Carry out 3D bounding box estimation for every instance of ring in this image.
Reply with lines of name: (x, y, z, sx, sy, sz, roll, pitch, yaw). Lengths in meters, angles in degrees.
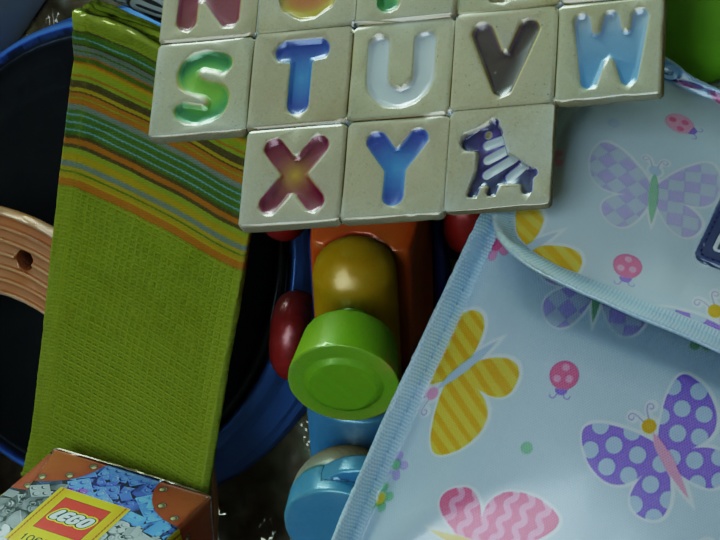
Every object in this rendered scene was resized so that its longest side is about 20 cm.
ring: (-0.134, 0.068, 1.121, 0.200, 0.019, 0.201, 15, 116, 32)

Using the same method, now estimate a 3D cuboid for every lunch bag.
lunch bag: (0.102, 0.045, 0.877, 0.169, 0.127, 0.201, 26, 83, 10)

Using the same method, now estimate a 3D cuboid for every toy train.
toy train: (0.000, 0.000, 0.975, 0.084, 0.116, 0.201, 4, 133, 8)

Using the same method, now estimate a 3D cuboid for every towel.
towel: (-0.081, 0.006, 1.034, 0.086, 0.018, 0.201, 26, 121, 27)

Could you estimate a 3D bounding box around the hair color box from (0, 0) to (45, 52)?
hair color box: (-0.199, -0.094, 1.149, 0.064, 0.111, 0.200, 42, 109, 19)

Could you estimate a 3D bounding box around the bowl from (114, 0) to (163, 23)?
bowl: (-0.009, -0.147, 1.033, 0.201, 0.201, 0.094, -38, 110, 23)

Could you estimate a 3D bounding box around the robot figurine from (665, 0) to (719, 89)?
robot figurine: (0.116, -0.113, 0.961, 0.175, 0.116, 0.201, -27, 103, -8)

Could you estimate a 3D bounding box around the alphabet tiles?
alphabet tiles: (0.017, -0.108, 0.884, 0.166, 0.006, 0.201, -4, 66, 19)

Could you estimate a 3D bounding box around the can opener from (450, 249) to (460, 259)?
can opener: (0.005, -0.043, 1.044, 0.199, 0.063, 0.079, 0, 81, 7)

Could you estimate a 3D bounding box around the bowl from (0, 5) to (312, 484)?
bowl: (-0.098, -0.007, 1.137, 0.200, 0.039, 0.202, 0, 91, 28)

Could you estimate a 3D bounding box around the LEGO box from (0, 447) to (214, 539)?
LEGO box: (-0.119, 0.193, 1.049, 0.077, 0.149, 0.201, 15, 124, 27)
